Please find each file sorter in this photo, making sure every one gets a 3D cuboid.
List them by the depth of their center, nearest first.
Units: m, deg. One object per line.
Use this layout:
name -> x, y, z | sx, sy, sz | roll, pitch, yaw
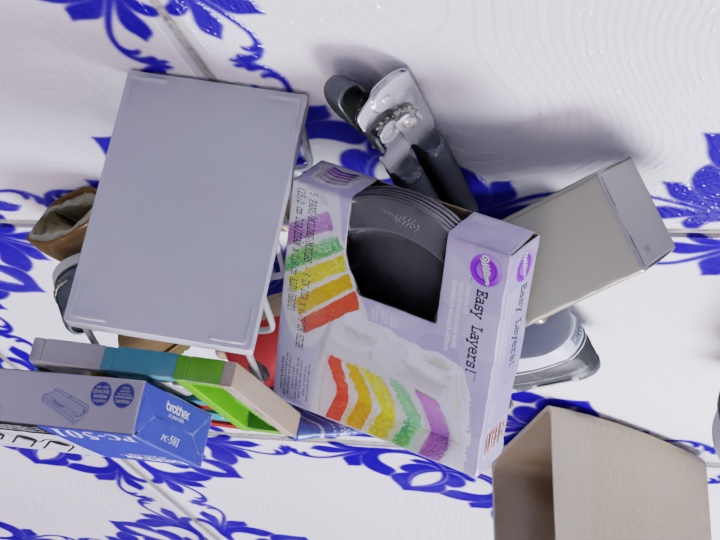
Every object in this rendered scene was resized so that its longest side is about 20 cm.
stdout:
file sorter -> -0.120, -0.025, 1.422 | 0.138, 0.201, 0.125 | 9, 160, 8

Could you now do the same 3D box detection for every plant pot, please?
plant pot -> 0.245, 0.263, 1.901 | 0.176, 0.201, 0.200 | 4, 158, -13

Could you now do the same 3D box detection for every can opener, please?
can opener -> 0.036, -0.088, 1.403 | 0.066, 0.053, 0.200 | 39, 171, 35

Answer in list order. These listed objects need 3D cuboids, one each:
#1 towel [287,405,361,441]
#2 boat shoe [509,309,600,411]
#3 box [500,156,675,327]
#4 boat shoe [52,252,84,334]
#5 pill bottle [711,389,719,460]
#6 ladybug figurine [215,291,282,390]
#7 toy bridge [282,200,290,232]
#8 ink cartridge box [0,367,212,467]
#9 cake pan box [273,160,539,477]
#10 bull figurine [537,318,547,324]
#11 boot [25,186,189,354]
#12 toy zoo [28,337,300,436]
towel -> 0.002, 0.119, 1.729 | 0.199, 0.024, 0.145 | -6, -167, -24
boat shoe -> 0.121, 0.084, 1.692 | 0.198, 0.074, 0.068 | -16, 130, 31
box -> 0.126, -0.005, 1.409 | 0.199, 0.083, 0.068 | -26, 180, 33
boat shoe -> -0.163, 0.004, 1.596 | 0.199, 0.062, 0.073 | -17, 139, 6
pill bottle -> 0.362, 0.106, 1.575 | 0.115, 0.117, 0.200 | 12, 156, 0
ladybug figurine -> -0.030, 0.067, 1.679 | 0.199, 0.072, 0.136 | -9, 150, 7
toy bridge -> 0.000, 0.000, 1.574 | 0.027, 0.068, 0.200 | -11, 148, 41
ink cartridge box -> -0.220, 0.108, 1.427 | 0.199, 0.044, 0.094 | 3, 162, 30
cake pan box -> 0.030, 0.032, 1.400 | 0.183, 0.052, 0.201 | 20, 121, 21
bull figurine -> 0.108, -0.001, 1.523 | 0.199, 0.065, 0.121 | 1, 154, 23
boot -> -0.217, 0.005, 1.700 | 0.175, 0.066, 0.200 | -25, 139, 35
toy zoo -> -0.159, 0.087, 1.427 | 0.199, 0.021, 0.131 | 6, 161, 23
